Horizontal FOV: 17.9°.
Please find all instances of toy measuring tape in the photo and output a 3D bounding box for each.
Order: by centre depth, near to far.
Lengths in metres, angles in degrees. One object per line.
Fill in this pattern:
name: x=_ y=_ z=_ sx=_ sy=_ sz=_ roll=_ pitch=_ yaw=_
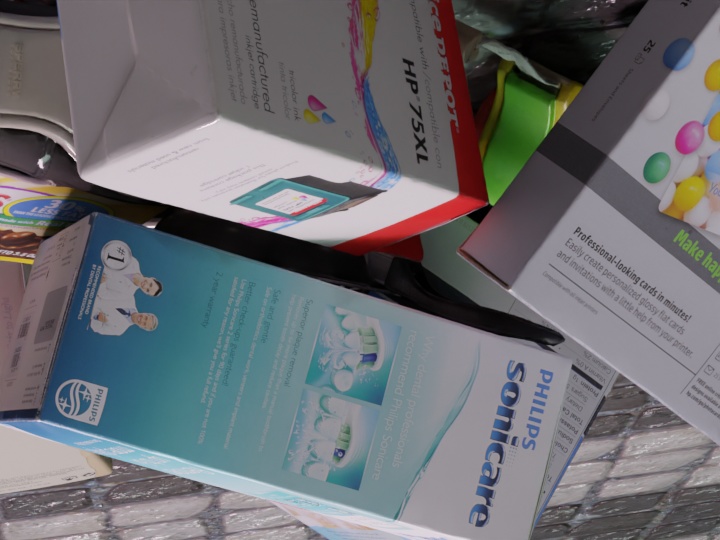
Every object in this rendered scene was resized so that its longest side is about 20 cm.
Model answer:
toy measuring tape: x=0.068 y=-0.059 z=1.004 sx=0.073 sy=0.074 sz=0.200 roll=-17 pitch=166 yaw=24

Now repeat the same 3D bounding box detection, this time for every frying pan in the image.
frying pan: x=-0.015 y=-0.003 z=0.931 sx=0.115 sy=0.031 sz=0.190 roll=11 pitch=179 yaw=-34

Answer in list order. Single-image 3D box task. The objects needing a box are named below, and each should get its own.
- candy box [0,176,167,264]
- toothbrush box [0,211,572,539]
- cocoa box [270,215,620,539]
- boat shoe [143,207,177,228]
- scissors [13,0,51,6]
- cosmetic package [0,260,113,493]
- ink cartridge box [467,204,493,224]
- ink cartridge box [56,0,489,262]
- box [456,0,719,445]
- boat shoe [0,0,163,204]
candy box: x=-0.177 y=-0.037 z=0.926 sx=0.200 sy=0.026 sz=0.102 roll=8 pitch=153 yaw=-37
toothbrush box: x=-0.036 y=0.049 z=0.921 sx=0.200 sy=0.086 sz=0.146 roll=16 pitch=172 yaw=-15
cocoa box: x=0.015 y=0.059 z=1.118 sx=0.133 sy=0.131 sz=0.200 roll=34 pitch=164 yaw=-14
boat shoe: x=-0.058 y=-0.019 z=1.044 sx=0.200 sy=0.067 sz=0.057 roll=-25 pitch=-161 yaw=10
scissors: x=-0.074 y=-0.094 z=0.942 sx=0.073 sy=0.014 sz=0.200 roll=-16 pitch=163 yaw=15
cosmetic package: x=-0.183 y=0.042 z=1.160 sx=0.073 sy=0.104 sz=0.200 roll=-10 pitch=164 yaw=1
ink cartridge box: x=0.051 y=-0.005 z=1.165 sx=0.095 sy=0.037 sz=0.200 roll=24 pitch=162 yaw=8
ink cartridge box: x=-0.020 y=-0.077 z=0.842 sx=0.067 sy=0.116 sz=0.200 roll=-21 pitch=160 yaw=33
box: x=0.151 y=-0.047 z=0.885 sx=0.156 sy=0.041 sz=0.200 roll=35 pitch=92 yaw=-41
boat shoe: x=-0.130 y=-0.069 z=0.861 sx=0.200 sy=0.067 sz=0.057 roll=12 pitch=177 yaw=-41
